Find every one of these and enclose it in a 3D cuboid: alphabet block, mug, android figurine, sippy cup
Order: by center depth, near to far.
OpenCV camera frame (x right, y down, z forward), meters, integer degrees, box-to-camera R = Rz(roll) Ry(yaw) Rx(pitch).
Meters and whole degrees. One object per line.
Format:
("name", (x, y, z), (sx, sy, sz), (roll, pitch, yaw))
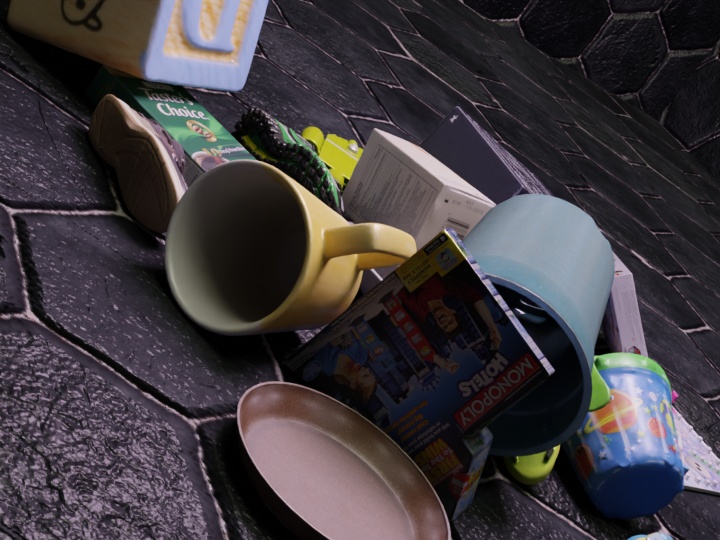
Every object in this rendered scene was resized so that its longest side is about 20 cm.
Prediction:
("mug", (-0.058, -0.002, 1.193), (0.186, 0.150, 0.153), (29, 6, 28))
("sippy cup", (0.268, 0.177, 1.372), (0.177, 0.140, 0.131), (17, 37, -24))
("alphabet block", (-0.231, -0.318, 1.457), (0.199, 0.197, 0.196), (21, 10, 25))
("android figurine", (-0.003, -0.116, 1.692), (0.181, 0.041, 0.200), (35, 21, -6))

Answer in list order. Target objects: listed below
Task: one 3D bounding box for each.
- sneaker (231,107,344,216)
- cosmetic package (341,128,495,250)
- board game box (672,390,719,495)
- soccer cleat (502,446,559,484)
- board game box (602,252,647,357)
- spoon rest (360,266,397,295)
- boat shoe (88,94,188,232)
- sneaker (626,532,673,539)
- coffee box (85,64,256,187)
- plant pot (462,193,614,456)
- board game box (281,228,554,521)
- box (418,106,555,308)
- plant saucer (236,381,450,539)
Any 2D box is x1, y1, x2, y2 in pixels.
("sneaker", (-0.067, -0.114, 1.522), (0.085, 0.078, 0.200), (18, 26, -43))
("cosmetic package", (0.057, -0.070, 1.447), (0.071, 0.106, 0.200), (19, 15, -28))
("board game box", (0.376, 0.193, 1.653), (0.199, 0.026, 0.200), (17, 27, -43))
("soccer cleat", (0.161, 0.140, 1.358), (0.064, 0.084, 0.201), (-6, 45, -3))
("board game box", (0.333, 0.051, 1.736), (0.200, 0.034, 0.127), (-71, 150, -80))
("spoon rest", (0.000, 0.000, 1.374), (0.199, 0.061, 0.100), (12, 30, -35))
("boat shoe", (-0.199, -0.102, 1.286), (0.065, 0.072, 0.200), (12, 25, -40))
("sneaker", (0.270, 0.298, 1.168), (0.130, 0.080, 0.200), (42, 11, 9))
("coffee box", (-0.188, -0.139, 1.423), (0.200, 0.044, 0.123), (45, 22, 24))
("plant pot", (0.147, 0.036, 1.277), (0.200, 0.201, 0.196), (36, 41, 0))
("board game box", (0.067, 0.100, 1.158), (0.200, 0.200, 0.062), (54, 24, 8))
("box", (0.180, -0.077, 1.750), (0.198, 0.123, 0.200), (36, 15, -41))
("plant saucer", (-0.018, 0.166, 1.043), (0.199, 0.032, 0.200), (32, 19, -13))
